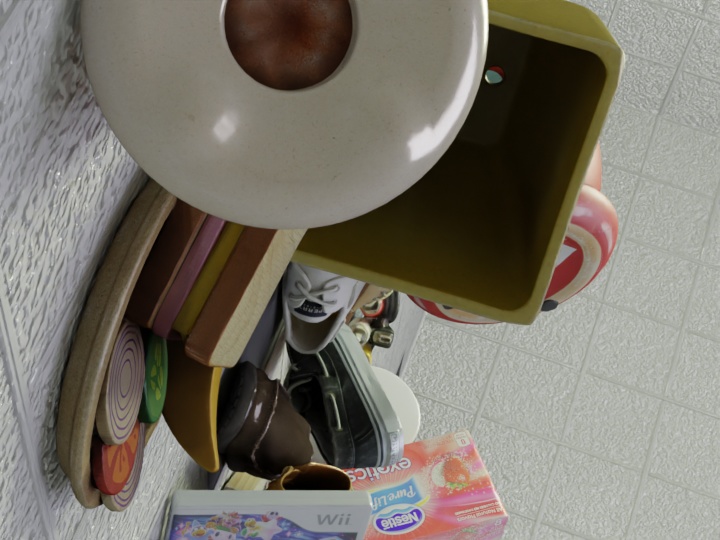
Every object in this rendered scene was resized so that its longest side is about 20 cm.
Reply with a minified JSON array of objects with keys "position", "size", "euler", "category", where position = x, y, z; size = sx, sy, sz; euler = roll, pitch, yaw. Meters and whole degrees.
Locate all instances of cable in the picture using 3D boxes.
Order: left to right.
[{"position":[0.005,0.050,1.577],"size":[0.200,0.050,0.097],"euler":[-165,-94,-83],"category":"cable"}]

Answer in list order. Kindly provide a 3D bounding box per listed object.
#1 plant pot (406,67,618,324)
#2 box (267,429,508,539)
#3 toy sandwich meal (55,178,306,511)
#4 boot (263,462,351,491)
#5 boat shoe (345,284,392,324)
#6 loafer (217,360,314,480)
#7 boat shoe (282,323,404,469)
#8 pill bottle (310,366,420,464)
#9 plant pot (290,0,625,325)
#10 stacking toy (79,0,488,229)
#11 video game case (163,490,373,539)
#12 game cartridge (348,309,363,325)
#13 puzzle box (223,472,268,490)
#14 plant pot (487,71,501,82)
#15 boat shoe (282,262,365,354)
[{"position":[0.099,-0.071,1.236],"size":[0.201,0.200,0.183],"euler":[101,-20,-53],"category":"plant pot"},{"position":[0.020,0.231,1.405],"size":[0.095,0.200,0.103],"euler":[102,-29,-49],"category":"box"},{"position":[-0.080,0.027,0.751],"size":[0.205,0.070,0.205],"euler":[19,90,-85],"category":"toy sandwich meal"},{"position":[-0.059,0.207,1.213],"size":[0.144,0.071,0.201],"euler":[-41,166,13],"category":"boot"},{"position":[0.000,0.000,1.424],"size":[0.076,0.074,0.200],"euler":[-64,173,-51],"category":"boat shoe"},{"position":[-0.067,0.122,1.194],"size":[0.200,0.071,0.073],"euler":[87,23,-76],"category":"loafer"},{"position":[-0.031,0.097,1.297],"size":[0.200,0.071,0.072],"euler":[-132,-139,-55],"category":"boat shoe"},{"position":[-0.017,0.183,1.519],"size":[0.200,0.114,0.114],"euler":[118,-4,-54],"category":"pill bottle"},{"position":[0.051,-0.112,1.032],"size":[0.200,0.195,0.194],"euler":[-77,-177,-65],"category":"plant pot"},{"position":[-0.042,-0.096,0.624],"size":[0.200,0.146,0.146],"euler":[-153,-99,-76],"category":"stacking toy"},{"position":[-0.080,0.236,1.129],"size":[0.018,0.143,0.200],"euler":[-107,-154,-50],"category":"video game case"},{"position":[-0.021,0.053,1.613],"size":[0.133,0.041,0.200],"euler":[91,18,-59],"category":"game cartridge"},{"position":[-0.106,0.227,1.400],"size":[0.200,0.025,0.133],"euler":[-48,155,-77],"category":"puzzle box"},{"position":[0.120,-0.159,1.460],"size":[0.200,0.196,0.200],"euler":[18,90,-85],"category":"plant pot"},{"position":[-0.030,0.007,1.222],"size":[0.200,0.071,0.070],"euler":[112,-3,-61],"category":"boat shoe"}]
